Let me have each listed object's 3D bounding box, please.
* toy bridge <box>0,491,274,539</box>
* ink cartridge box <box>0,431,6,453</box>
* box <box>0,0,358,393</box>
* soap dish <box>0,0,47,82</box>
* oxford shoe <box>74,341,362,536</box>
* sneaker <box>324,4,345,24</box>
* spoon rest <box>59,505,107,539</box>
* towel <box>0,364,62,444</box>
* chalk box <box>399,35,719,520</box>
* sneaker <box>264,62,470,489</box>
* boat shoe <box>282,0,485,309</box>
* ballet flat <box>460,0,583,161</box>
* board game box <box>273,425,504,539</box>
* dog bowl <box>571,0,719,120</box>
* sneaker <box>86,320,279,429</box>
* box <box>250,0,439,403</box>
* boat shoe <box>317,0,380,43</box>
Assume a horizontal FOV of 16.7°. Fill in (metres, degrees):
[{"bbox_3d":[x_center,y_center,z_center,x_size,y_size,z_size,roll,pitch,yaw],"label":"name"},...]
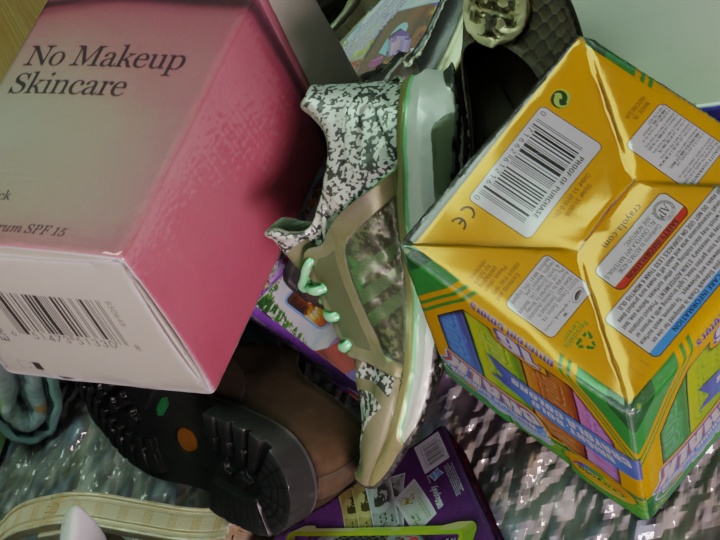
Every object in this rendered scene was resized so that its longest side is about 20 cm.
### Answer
[{"bbox_3d":[-0.136,0.139,1.236,0.200,0.067,0.027,-13,43,34],"label":"toy bridge"},{"bbox_3d":[-0.288,0.089,1.316,0.048,0.200,0.146,-17,41,33],"label":"ink cartridge box"},{"bbox_3d":[-0.105,-0.054,1.193,0.128,0.109,0.200,4,54,30],"label":"box"},{"bbox_3d":[-0.167,-0.068,1.412,0.081,0.158,0.200,-17,33,-13],"label":"soap dish"},{"bbox_3d":[-0.073,0.064,1.222,0.084,0.073,0.200,-25,42,-37],"label":"oxford shoe"},{"bbox_3d":[-0.045,-0.172,1.485,0.200,0.073,0.085,-21,42,28],"label":"sneaker"},{"bbox_3d":[-0.189,0.177,1.160,0.200,0.061,0.099,-28,39,28],"label":"spoon rest"},{"bbox_3d":[-0.217,-0.025,1.389,0.048,0.200,0.171,-14,33,-9],"label":"towel"},{"bbox_3d":[0.113,0.015,1.064,0.124,0.200,0.125,36,79,21],"label":"chalk box"},{"bbox_3d":[0.000,0.000,1.137,0.088,0.200,0.077,7,8,9],"label":"sneaker"},{"bbox_3d":[0.019,-0.071,1.200,0.065,0.073,0.200,21,83,19],"label":"boat shoe"},{"bbox_3d":[0.071,-0.055,1.152,0.046,0.200,0.067,-23,32,-35],"label":"ballet flat"},{"bbox_3d":[0.020,0.166,1.097,0.120,0.032,0.200,-31,35,6],"label":"board game box"},{"bbox_3d":[0.179,-0.132,1.187,0.200,0.079,0.200,-12,53,16],"label":"dog bowl"},{"bbox_3d":[-0.071,0.015,1.331,0.200,0.074,0.088,-45,11,-9],"label":"sneaker"},{"bbox_3d":[0.018,-0.043,1.260,0.137,0.039,0.200,37,77,21],"label":"box"},{"bbox_3d":[-0.047,-0.117,1.432,0.200,0.068,0.075,-30,36,15],"label":"boat shoe"}]
